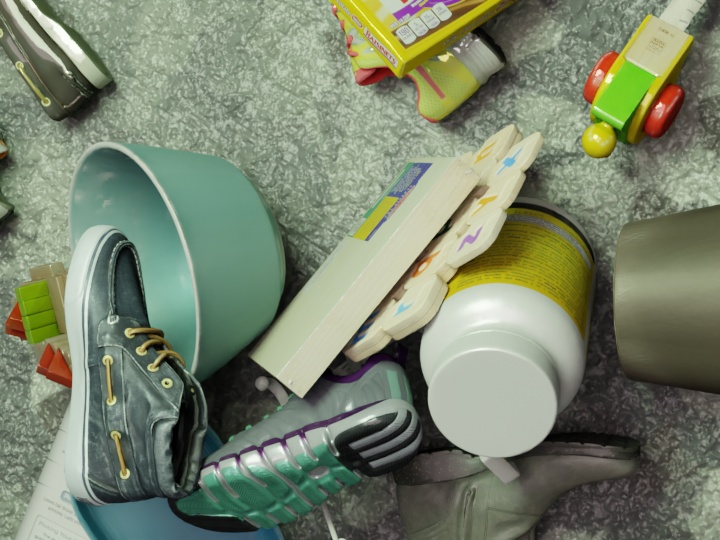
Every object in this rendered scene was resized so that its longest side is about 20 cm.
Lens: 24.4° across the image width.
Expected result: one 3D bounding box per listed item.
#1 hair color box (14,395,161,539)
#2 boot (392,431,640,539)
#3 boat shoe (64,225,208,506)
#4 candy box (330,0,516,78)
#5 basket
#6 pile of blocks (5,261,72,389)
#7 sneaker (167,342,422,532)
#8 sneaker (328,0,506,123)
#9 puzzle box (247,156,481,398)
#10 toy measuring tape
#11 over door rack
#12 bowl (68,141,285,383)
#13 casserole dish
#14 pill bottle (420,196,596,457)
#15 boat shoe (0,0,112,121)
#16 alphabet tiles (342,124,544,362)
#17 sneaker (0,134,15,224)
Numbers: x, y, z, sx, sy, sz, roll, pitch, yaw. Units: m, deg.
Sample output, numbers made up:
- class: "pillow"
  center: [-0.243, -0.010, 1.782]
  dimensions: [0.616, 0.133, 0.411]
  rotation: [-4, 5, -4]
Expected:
- class: "hair color box"
  center: [-0.208, 0.197, 1.318]
  dimensions: [0.099, 0.061, 0.200]
  rotation: [23, 94, 16]
- class: "boot"
  center: [0.118, 0.190, 1.225]
  dimensions: [0.200, 0.068, 0.131]
  rotation: [-10, 86, 25]
- class: "boat shoe"
  center: [-0.153, 0.065, 1.177]
  dimensions: [0.091, 0.071, 0.201]
  rotation: [-5, 81, 25]
- class: "candy box"
  center: [0.072, -0.231, 1.229]
  dimensions: [0.200, 0.026, 0.102]
  rotation: [-36, 74, -23]
- class: "basket"
  center: [0.283, 0.021, 1.151]
  dimensions: [0.200, 0.136, 0.181]
  rotation: [-2, 84, 20]
- class: "pile of blocks"
  center: [-0.227, 0.049, 1.280]
  dimensions: [0.200, 0.062, 0.082]
  rotation: [31, 129, 47]
- class: "sneaker"
  center: [-0.046, 0.121, 1.188]
  dimensions: [0.200, 0.074, 0.088]
  rotation: [-21, 42, 19]
- class: "sneaker"
  center: [0.010, -0.189, 1.272]
  dimensions: [0.200, 0.078, 0.090]
  rotation: [41, 104, 16]
- class: "puzzle box"
  center: [0.000, 0.000, 1.204]
  dimensions: [0.025, 0.133, 0.200]
  rotation: [41, 85, -11]
- class: "toy measuring tape"
  center: [0.221, -0.157, 1.225]
  dimensions: [0.074, 0.074, 0.200]
  rotation: [31, 73, 16]
- class: "over door rack"
  center: [0.009, 0.108, 1.220]
  dimensions: [0.148, 0.067, 0.200]
  rotation: [-38, 48, 12]
- class: "bowl"
  center: [-0.130, -0.009, 1.261]
  dimensions: [0.201, 0.105, 0.201]
  rotation: [28, 126, 47]
- class: "casserole dish"
  center: [-0.139, 0.188, 1.263]
  dimensions: [0.121, 0.039, 0.200]
  rotation: [-36, 111, -11]
- class: "pill bottle"
  center: [0.102, 0.039, 1.153]
  dimensions: [0.112, 0.200, 0.113]
  rotation: [5, 119, 9]
- class: "boat shoe"
  center: [-0.288, -0.211, 1.361]
  dimensions: [0.061, 0.072, 0.201]
  rotation: [-42, 79, 6]
- class: "alphabet tiles"
  center: [0.054, -0.021, 1.189]
  dimensions: [0.015, 0.200, 0.196]
  rotation: [41, 140, -15]
- class: "sneaker"
  center: [-0.335, -0.124, 1.376]
  dimensions: [0.079, 0.074, 0.201]
  rotation: [-13, 89, 6]
